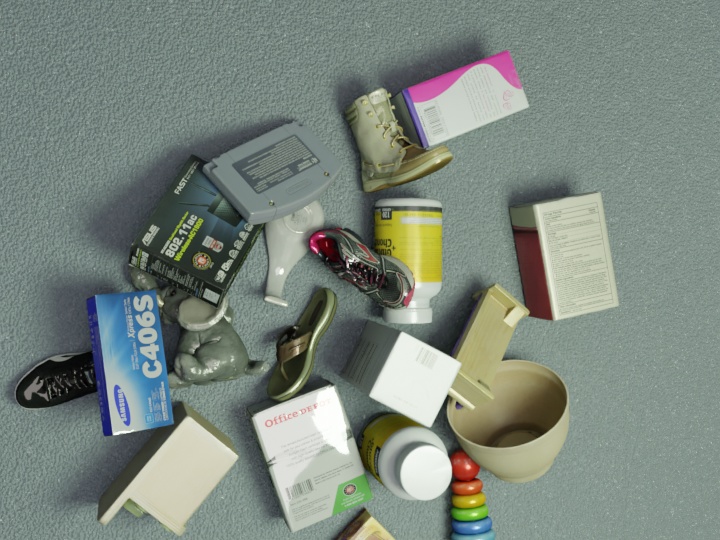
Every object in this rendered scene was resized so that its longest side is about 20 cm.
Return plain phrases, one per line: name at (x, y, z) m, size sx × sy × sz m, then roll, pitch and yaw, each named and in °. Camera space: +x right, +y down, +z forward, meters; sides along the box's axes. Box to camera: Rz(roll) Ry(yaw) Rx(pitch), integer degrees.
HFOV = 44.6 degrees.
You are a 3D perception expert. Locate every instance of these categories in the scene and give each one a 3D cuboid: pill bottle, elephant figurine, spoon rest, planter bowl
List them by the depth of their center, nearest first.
elephant figurine at (-0.253, 0.074, 1.357) m, size 0.155 × 0.141 × 0.201 m, roll 3°, pitch 73°, yaw -42°
pill bottle at (0.072, 0.297, 1.391) m, size 0.111 × 0.200 × 0.113 m, roll 0°, pitch 91°, yaw -14°
spoon rest at (-0.119, -0.037, 1.424) m, size 0.099 × 0.061 × 0.201 m, roll 19°, pitch 73°, yaw -15°
pill bottle at (0.078, -0.016, 1.439) m, size 0.111 × 0.112 × 0.201 m, roll 0°, pitch 91°, yaw -14°
planter bowl at (0.256, 0.266, 1.464) m, size 0.200 × 0.200 × 0.135 m, roll -28°, pitch 124°, yaw -12°

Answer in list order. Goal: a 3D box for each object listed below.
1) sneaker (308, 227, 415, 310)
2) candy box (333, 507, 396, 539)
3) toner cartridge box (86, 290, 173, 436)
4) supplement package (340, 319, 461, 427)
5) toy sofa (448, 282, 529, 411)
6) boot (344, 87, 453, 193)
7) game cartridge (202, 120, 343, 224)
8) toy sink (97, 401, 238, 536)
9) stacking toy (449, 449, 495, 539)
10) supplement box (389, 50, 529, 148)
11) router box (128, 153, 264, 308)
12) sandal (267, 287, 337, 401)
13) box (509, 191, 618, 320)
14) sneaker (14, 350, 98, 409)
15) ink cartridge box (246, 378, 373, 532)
sneaker at (0.000, 0.000, 1.380) m, size 0.075 × 0.200 × 0.081 m, roll -1°, pitch 118°, yaw -56°
candy box at (0.038, 0.512, 1.470) m, size 0.117 × 0.056 × 0.200 m, roll -45°, pitch 100°, yaw -9°
toner cartridge box at (-0.335, 0.133, 1.277) m, size 0.095 × 0.043 × 0.201 m, roll -5°, pitch 83°, yaw -36°
supplement package at (0.058, 0.158, 1.392) m, size 0.113 × 0.200 × 0.110 m, roll 29°, pitch 85°, yaw -14°
toy sofa at (0.192, 0.127, 1.444) m, size 0.083 × 0.098 × 0.200 m, roll 39°, pitch 55°, yaw -11°
boot at (0.053, -0.214, 1.389) m, size 0.072 × 0.200 × 0.155 m, roll -18°, pitch 94°, yaw -35°
game cartridge at (-0.129, -0.151, 1.364) m, size 0.200 × 0.042 × 0.133 m, roll -32°, pitch 77°, yaw -36°
toy sink at (-0.292, 0.320, 1.343) m, size 0.112 × 0.130 × 0.200 m, roll 42°, pitch 80°, yaw -12°
stacking toy at (0.189, 0.406, 1.497) m, size 0.085 × 0.085 × 0.201 m, roll -5°, pitch 88°, yaw -14°
supplement box at (0.161, -0.278, 1.460) m, size 0.199 × 0.103 × 0.102 m, roll -22°, pitch 96°, yaw -12°
router box at (-0.236, -0.062, 1.327) m, size 0.149 × 0.062 × 0.201 m, roll 26°, pitch 55°, yaw -3°
sandal at (-0.104, 0.113, 1.410) m, size 0.057 × 0.080 × 0.202 m, roll 33°, pitch 73°, yaw -36°
box at (0.348, -0.025, 1.509) m, size 0.127 × 0.109 × 0.201 m, roll -11°, pitch 94°, yaw -13°
sneaker at (-0.424, 0.157, 1.314) m, size 0.199 × 0.112 × 0.073 m, roll -20°, pitch 95°, yaw -13°
ink cartridge box at (-0.083, 0.294, 1.418) m, size 0.145 × 0.084 × 0.201 m, roll -19°, pitch 96°, yaw -13°
